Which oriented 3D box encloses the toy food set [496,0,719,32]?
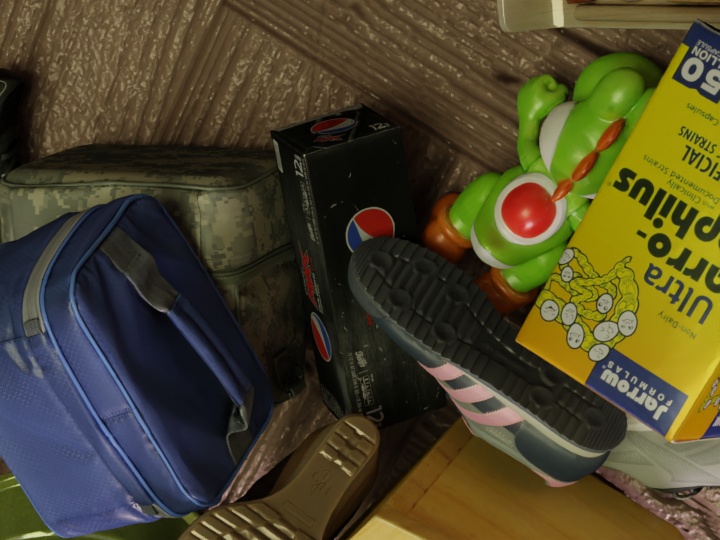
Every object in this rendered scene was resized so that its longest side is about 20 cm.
[{"bbox_3d":[0.156,-0.208,1.203,0.200,0.060,0.144,9,108,47],"label":"toy food set"}]

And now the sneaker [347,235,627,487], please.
[{"bbox_3d":[0.065,0.063,1.282,0.200,0.070,0.082,40,142,8],"label":"sneaker"}]

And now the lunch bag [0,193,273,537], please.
[{"bbox_3d":[-0.143,0.064,1.260,0.132,0.136,0.200,-17,116,32],"label":"lunch bag"}]

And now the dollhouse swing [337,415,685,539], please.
[{"bbox_3d":[0.078,0.202,1.310,0.176,0.200,0.182,44,118,3],"label":"dollhouse swing"}]

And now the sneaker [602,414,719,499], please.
[{"bbox_3d":[0.219,0.107,1.295,0.200,0.074,0.079,13,119,28],"label":"sneaker"}]

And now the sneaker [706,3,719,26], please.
[{"bbox_3d":[0.250,-0.151,1.213,0.072,0.072,0.200,-26,80,56],"label":"sneaker"}]

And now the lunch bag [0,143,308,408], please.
[{"bbox_3d":[-0.134,0.007,1.384,0.200,0.139,0.168,3,104,24],"label":"lunch bag"}]

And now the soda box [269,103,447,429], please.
[{"bbox_3d":[0.000,0.000,1.330,0.063,0.071,0.200,-142,38,-60],"label":"soda box"}]

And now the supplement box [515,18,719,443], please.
[{"bbox_3d":[0.192,-0.018,1.134,0.109,0.110,0.200,33,102,24],"label":"supplement box"}]

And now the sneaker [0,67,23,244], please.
[{"bbox_3d":[-0.260,-0.051,1.474,0.086,0.080,0.200,22,121,5],"label":"sneaker"}]

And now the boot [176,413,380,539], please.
[{"bbox_3d":[-0.066,0.182,1.299,0.072,0.200,0.166,43,151,8],"label":"boot"}]

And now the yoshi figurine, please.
[{"bbox_3d":[0.129,-0.063,1.285,0.200,0.112,0.112,-46,42,42],"label":"yoshi figurine"}]

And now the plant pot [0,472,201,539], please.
[{"bbox_3d":[-0.201,0.269,1.416,0.200,0.190,0.200,1,135,1],"label":"plant pot"}]
